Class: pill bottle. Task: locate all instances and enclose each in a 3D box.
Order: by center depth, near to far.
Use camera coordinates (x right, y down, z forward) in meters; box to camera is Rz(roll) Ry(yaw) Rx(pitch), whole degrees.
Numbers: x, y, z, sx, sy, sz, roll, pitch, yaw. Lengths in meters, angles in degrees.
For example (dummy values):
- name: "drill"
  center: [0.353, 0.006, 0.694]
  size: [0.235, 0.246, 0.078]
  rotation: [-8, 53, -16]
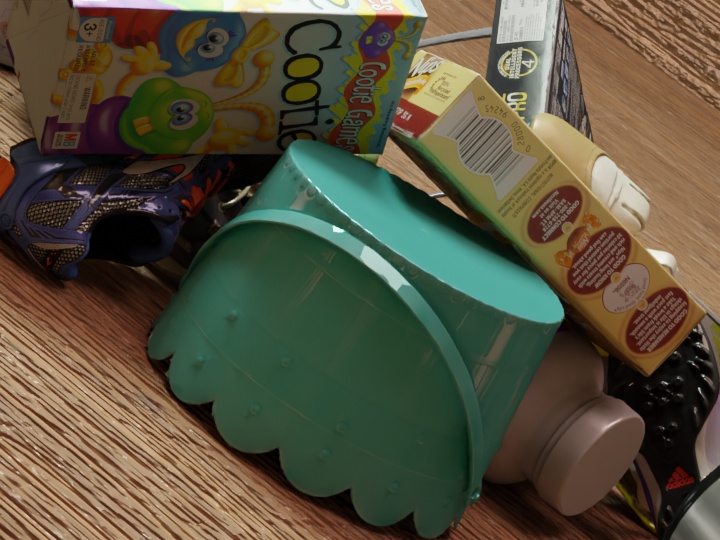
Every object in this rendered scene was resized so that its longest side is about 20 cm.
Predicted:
- name: "pill bottle"
  center: [0.072, 0.055, 1.698]
  size: [0.200, 0.104, 0.104]
  rotation: [40, 15, 27]

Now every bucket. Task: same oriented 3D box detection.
- name: "bucket"
  center: [0.001, 0.032, 1.551]
  size: [0.207, 0.135, 0.207]
  rotation: [30, 13, -8]

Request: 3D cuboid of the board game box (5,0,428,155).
- name: "board game box"
  center: [-0.081, -0.134, 1.576]
  size: [0.199, 0.105, 0.103]
  rotation: [-1, 44, -22]

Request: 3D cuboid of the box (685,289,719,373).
- name: "box"
  center: [0.217, 0.057, 1.987]
  size: [0.117, 0.060, 0.200]
  rotation: [42, -1, -14]

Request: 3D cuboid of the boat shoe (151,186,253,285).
- name: "boat shoe"
  center: [-0.102, -0.040, 1.696]
  size: [0.200, 0.073, 0.074]
  rotation: [35, 14, 6]

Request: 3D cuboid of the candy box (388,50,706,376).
- name: "candy box"
  center: [0.099, -0.034, 1.644]
  size: [0.200, 0.055, 0.115]
  rotation: [45, -2, -19]

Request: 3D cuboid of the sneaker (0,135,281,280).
- name: "sneaker"
  center: [-0.118, -0.040, 1.601]
  size: [0.200, 0.075, 0.079]
  rotation: [-20, 63, -35]

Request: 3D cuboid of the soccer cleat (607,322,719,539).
- name: "soccer cleat"
  center: [0.195, 0.112, 1.719]
  size: [0.073, 0.068, 0.201]
  rotation: [31, 44, -74]

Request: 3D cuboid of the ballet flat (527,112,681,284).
- name: "ballet flat"
  center: [0.158, -0.018, 1.760]
  size: [0.200, 0.063, 0.069]
  rotation: [64, 33, -35]

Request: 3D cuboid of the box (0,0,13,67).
- name: "box"
  center: [-0.238, -0.204, 1.889]
  size: [0.200, 0.102, 0.112]
  rotation: [20, 19, -45]

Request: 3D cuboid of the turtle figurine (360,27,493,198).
- name: "turtle figurine"
  center: [-0.007, -0.100, 1.967]
  size: [0.194, 0.200, 0.144]
  rotation: [33, -16, 24]

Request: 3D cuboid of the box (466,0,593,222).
- name: "box"
  center: [0.113, -0.056, 1.841]
  size: [0.161, 0.049, 0.200]
  rotation: [68, 24, -50]

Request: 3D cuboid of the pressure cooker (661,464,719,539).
- name: "pressure cooker"
  center: [0.255, 0.197, 1.481]
  size: [0.178, 0.176, 0.200]
  rotation: [23, 13, -24]

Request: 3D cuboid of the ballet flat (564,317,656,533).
- name: "ballet flat"
  center: [0.162, 0.093, 1.767]
  size: [0.200, 0.067, 0.067]
  rotation: [55, 20, -31]
